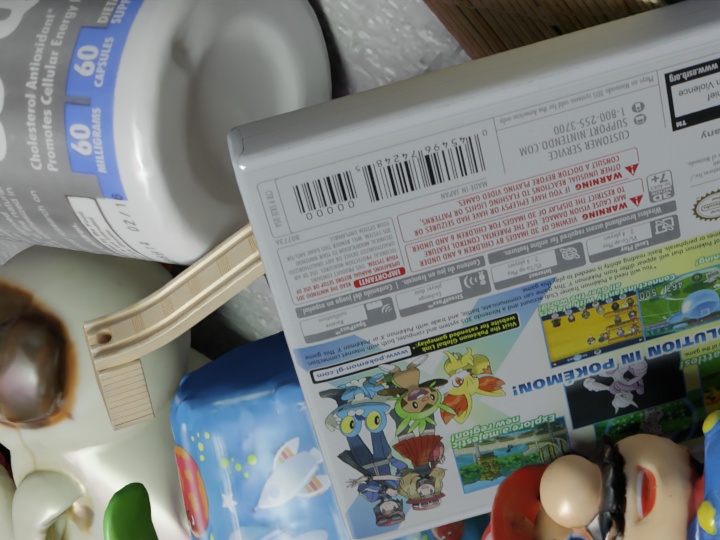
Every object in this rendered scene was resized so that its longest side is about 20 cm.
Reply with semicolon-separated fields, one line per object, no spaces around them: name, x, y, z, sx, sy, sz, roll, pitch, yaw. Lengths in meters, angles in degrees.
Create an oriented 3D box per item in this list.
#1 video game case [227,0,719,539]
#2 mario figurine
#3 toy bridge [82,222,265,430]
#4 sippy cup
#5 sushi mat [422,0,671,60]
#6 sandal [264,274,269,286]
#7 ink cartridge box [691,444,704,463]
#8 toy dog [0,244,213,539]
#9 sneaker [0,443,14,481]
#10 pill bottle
video game case;0.073;0.000;0.771;0.199;0.022;0.183;-16;132;0
mario figurine;0.113;0.069;0.740;0.199;0.123;0.106;-25;99;35
toy bridge;0.000;0.000;0.828;0.067;0.199;0.027;81;171;-46
sippy cup;-0.010;0.091;0.900;0.140;0.177;0.131;-136;28;-77
sushi mat;0.040;-0.102;0.720;0.095;0.012;0.200;8;163;30
sandal;-0.031;-0.017;0.917;0.199;0.055;0.082;10;138;33
ink cartridge box;0.186;0.127;0.869;0.199;0.083;0.147;22;142;22
toy dog;-0.095;0.078;1.012;0.193;0.140;0.200;-11;120;51
sneaker;-0.183;0.075;1.145;0.070;0.099;0.201;16;165;8
pill bottle;-0.120;-0.067;0.885;0.199;0.114;0.114;7;136;35
